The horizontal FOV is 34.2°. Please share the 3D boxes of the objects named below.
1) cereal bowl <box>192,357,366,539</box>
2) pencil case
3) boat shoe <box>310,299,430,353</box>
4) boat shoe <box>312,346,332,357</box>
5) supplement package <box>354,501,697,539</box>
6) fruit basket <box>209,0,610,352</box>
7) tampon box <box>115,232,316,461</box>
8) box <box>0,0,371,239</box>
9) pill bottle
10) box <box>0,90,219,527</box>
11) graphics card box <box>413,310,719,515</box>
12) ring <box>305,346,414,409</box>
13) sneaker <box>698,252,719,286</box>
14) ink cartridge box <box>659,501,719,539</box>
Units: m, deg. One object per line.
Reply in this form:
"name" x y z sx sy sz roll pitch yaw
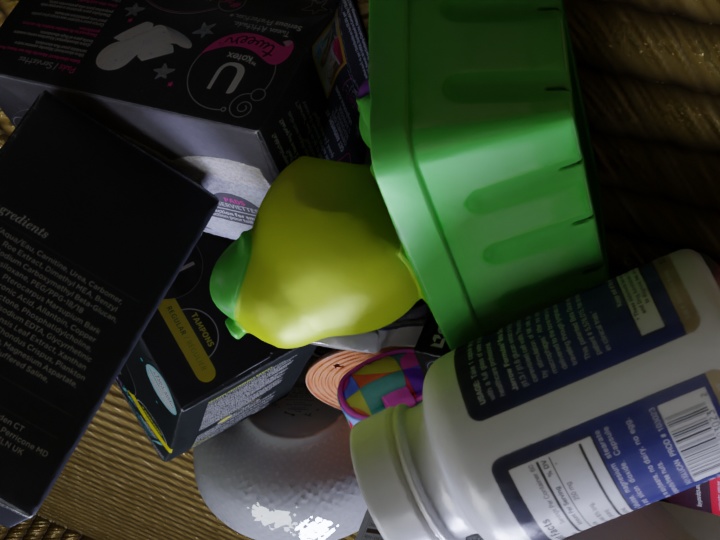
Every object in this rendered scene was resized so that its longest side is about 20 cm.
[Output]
"cereal bowl" -0.057 0.148 1.067 0.200 0.200 0.083 17 134 22
"pencil case" 0.047 0.157 0.892 0.088 0.088 0.200 6 129 39
"boat shoe" 0.000 0.000 0.738 0.075 0.093 0.200 10 -178 20
"boat shoe" -0.012 0.014 0.892 0.072 0.066 0.201 25 156 5
"supplement package" 0.120 0.197 0.762 0.156 0.111 0.200 -3 145 45
"fruit basket" 0.021 -0.039 0.613 0.215 0.156 0.216 1 146 1
"tampon box" -0.134 0.045 0.943 0.150 0.126 0.200 57 159 11
"box" -0.102 -0.101 0.698 0.200 0.115 0.132 16 153 24
"pill bottle" 0.101 0.077 0.600 0.200 0.111 0.111 -25 135 12
"box" -0.195 0.034 0.680 0.117 0.200 0.197 31 159 -10
"graphics card box" 0.142 0.083 0.718 0.200 0.051 0.126 12 148 26
"ring" 0.055 0.089 0.960 0.200 0.019 0.200 3 154 1
"sneaker" 0.180 0.058 0.768 0.105 0.075 0.200 42 148 -18
"ink cartridge box" 0.242 0.236 0.907 0.083 0.200 0.145 23 155 9
